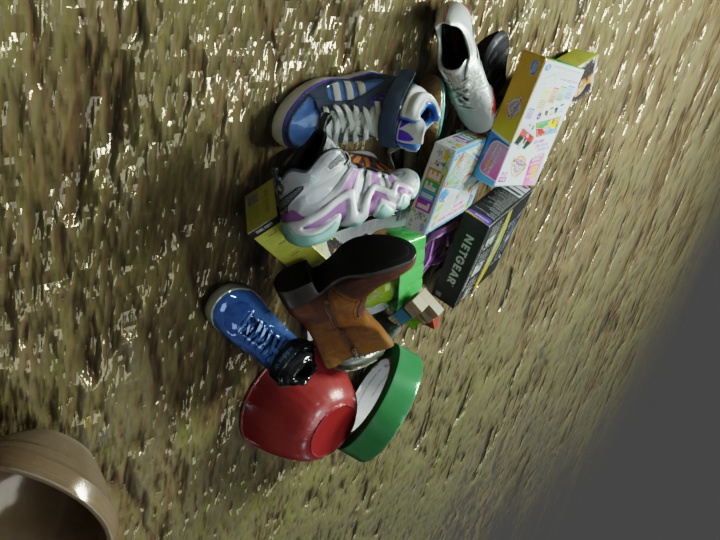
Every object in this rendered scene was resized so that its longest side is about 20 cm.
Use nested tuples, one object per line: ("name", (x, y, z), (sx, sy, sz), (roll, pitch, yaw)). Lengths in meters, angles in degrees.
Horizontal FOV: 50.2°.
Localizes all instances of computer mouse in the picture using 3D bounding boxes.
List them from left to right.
("computer mouse", (0.179, -0.275, 1.198), (0.140, 0.046, 0.200), (-54, 157, -13))

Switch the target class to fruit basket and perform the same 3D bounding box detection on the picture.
("fruit basket", (0.000, 0.000, 1.173), (0.200, 0.094, 0.185), (-18, 130, -23))

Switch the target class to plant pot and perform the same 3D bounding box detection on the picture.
("plant pot", (-0.360, 0.244, 0.856), (0.093, 0.201, 0.201), (-82, 173, -51))

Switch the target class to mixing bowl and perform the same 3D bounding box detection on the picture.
("mixing bowl", (-0.077, 0.224, 1.211), (0.200, 0.108, 0.200), (-32, 138, -33))

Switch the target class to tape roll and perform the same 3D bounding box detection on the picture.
("tape roll", (0.029, 0.218, 1.278), (0.200, 0.048, 0.200), (-56, -170, 15))

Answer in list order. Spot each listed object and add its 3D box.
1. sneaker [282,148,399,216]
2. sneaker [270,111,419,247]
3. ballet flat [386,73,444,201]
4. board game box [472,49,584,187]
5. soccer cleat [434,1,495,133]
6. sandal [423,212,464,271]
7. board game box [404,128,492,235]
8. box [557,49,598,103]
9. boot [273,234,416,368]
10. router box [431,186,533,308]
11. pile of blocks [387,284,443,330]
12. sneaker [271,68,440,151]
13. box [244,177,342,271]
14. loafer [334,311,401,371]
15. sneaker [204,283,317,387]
("sneaker", (-0.006, -0.120, 1.027), (0.200, 0.112, 0.078), (-12, 125, -46))
("sneaker", (-0.016, -0.125, 0.919), (0.200, 0.078, 0.140), (-28, 117, -31))
("ballet flat", (0.074, -0.188, 1.130), (0.072, 0.068, 0.200), (-11, 130, -23))
("board game box", (0.260, -0.228, 1.183), (0.153, 0.040, 0.200), (-8, 124, -53))
("soccer cleat", (0.144, -0.278, 1.089), (0.085, 0.069, 0.200), (-62, 142, -49))
("sandal", (0.132, -0.044, 1.310), (0.203, 0.050, 0.082), (-55, 145, -4))
("board game box", (0.141, -0.140, 1.155), (0.200, 0.034, 0.135), (-31, 144, -58))
("box", (0.338, -0.318, 1.325), (0.200, 0.050, 0.075), (-35, 139, -37))
("boot", (0.007, 0.053, 1.012), (0.188, 0.069, 0.200), (-23, 136, 6))
("router box", (0.212, -0.049, 1.346), (0.157, 0.052, 0.200), (-37, 155, -42))
("pile of blocks", (0.094, 0.075, 1.257), (0.082, 0.062, 0.200), (-41, 178, 3))
("sneaker", (0.007, -0.188, 0.961), (0.200, 0.146, 0.081), (-30, 137, -35))
("box", (-0.068, -0.030, 1.010), (0.050, 0.075, 0.200), (-30, 135, 19))
("loafer", (0.005, 0.127, 1.245), (0.200, 0.075, 0.070), (-21, 140, -59))
("sneaker", (-0.124, 0.095, 1.049), (0.077, 0.111, 0.200), (-49, 144, -12))
